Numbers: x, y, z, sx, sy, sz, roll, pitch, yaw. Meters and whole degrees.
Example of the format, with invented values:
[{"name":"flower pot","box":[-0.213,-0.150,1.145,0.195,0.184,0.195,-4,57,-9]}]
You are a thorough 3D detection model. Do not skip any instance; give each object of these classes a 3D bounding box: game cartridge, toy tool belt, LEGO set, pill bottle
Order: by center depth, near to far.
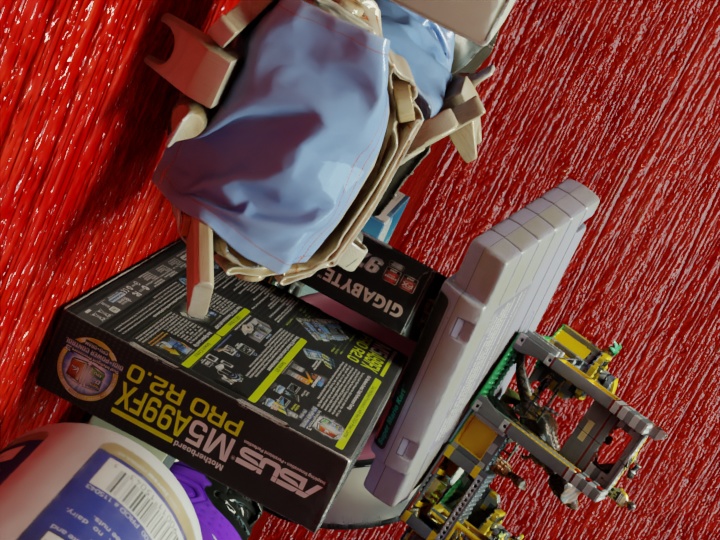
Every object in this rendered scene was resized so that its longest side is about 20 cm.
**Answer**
[{"name":"pill bottle","box":[-0.155,0.161,0.595,0.120,0.119,0.200,-65,175,26]},{"name":"toy tool belt","box":[-0.031,-0.083,0.617,0.123,0.124,0.201,-73,-174,-63]},{"name":"toy tool belt","box":[0.014,-0.103,0.784,0.122,0.125,0.201,-33,-157,23]},{"name":"game cartridge","box":[0.071,0.045,0.860,0.129,0.038,0.201,-25,145,-48]},{"name":"LEGO set","box":[0.123,0.135,0.903,0.201,0.116,0.154,-54,161,-1]}]

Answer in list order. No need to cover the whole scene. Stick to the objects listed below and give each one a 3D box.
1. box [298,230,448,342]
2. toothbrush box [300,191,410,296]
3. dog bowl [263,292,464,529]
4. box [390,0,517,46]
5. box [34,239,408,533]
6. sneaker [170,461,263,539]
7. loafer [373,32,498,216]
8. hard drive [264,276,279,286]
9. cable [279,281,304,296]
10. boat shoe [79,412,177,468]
[{"name":"box","box":[0.000,0.000,0.911,0.046,0.158,0.200,-62,160,1]},{"name":"toothbrush box","box":[-0.042,0.011,1.290,0.201,0.085,0.146,-63,176,15]},{"name":"dog bowl","box":[-0.011,0.091,1.016,0.201,0.198,0.074,-58,154,-50]},{"name":"box","box":[0.060,-0.230,0.765,0.109,0.127,0.200,-65,175,37]},{"name":"box","box":[-0.065,0.053,0.756,0.045,0.159,0.200,-63,177,15]},{"name":"sneaker","box":[-0.089,0.133,0.873,0.099,0.070,0.200,-27,-152,-6]},{"name":"loafer","box":[0.037,-0.103,0.953,0.200,0.071,0.073,-57,-140,45]},{"name":"hard drive","box":[-0.085,0.004,1.037,0.201,0.038,0.140,-63,176,-8]},{"name":"cable","box":[-0.057,0.027,1.140,0.200,0.050,0.097,-47,-172,0]},{"name":"boat shoe","box":[-0.122,0.083,0.855,0.063,0.071,0.200,-57,179,35]}]
